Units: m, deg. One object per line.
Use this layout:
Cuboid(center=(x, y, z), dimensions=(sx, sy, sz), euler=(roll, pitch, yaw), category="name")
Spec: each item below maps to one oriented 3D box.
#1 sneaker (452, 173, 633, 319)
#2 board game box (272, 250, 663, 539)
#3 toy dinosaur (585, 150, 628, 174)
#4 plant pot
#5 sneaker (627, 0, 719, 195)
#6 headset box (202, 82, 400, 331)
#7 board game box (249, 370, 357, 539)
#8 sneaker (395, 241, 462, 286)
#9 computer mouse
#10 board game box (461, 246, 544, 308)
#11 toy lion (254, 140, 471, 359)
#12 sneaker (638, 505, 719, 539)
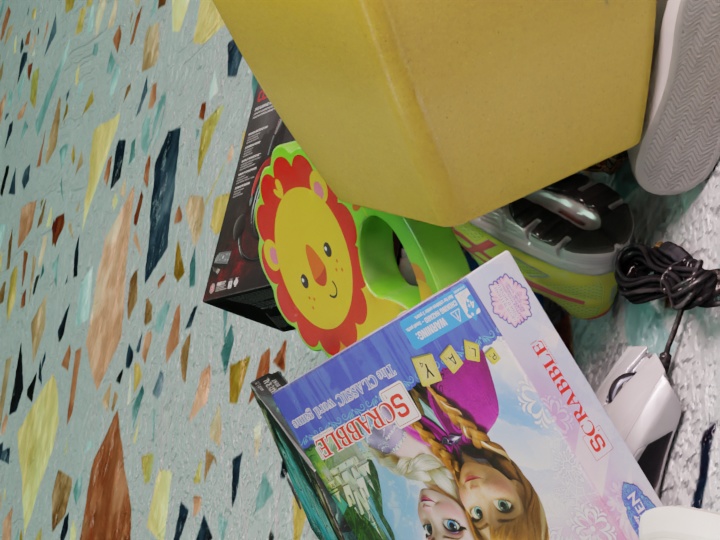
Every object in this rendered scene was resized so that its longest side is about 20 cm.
Cuboid(center=(0.082, -0.030, 1.390), dimensions=(0.200, 0.078, 0.090), euler=(35, 150, 36), category="sneaker")
Cuboid(center=(0.064, 0.116, 1.274), dimensions=(0.200, 0.041, 0.200), euler=(-34, 88, 49), category="board game box")
Cuboid(center=(0.099, -0.150, 1.393), dimensions=(0.136, 0.200, 0.102), euler=(-53, 0, 25), category="toy dinosaur")
Cuboid(center=(0.048, -0.134, 1.251), dimensions=(0.200, 0.200, 0.177), euler=(16, 126, 60), category="plant pot")
Cuboid(center=(0.185, -0.156, 1.268), dimensions=(0.116, 0.073, 0.200), euler=(-107, 32, -49), category="sneaker")
Cuboid(center=(-0.027, -0.067, 1.601), dimensions=(0.149, 0.075, 0.201), euler=(-12, 61, 59), category="headset box")
Cuboid(center=(-0.025, 0.164, 1.652), dimensions=(0.136, 0.028, 0.200), euler=(68, 171, -19), category="board game box")
Cuboid(center=(0.034, 0.031, 1.617), dimensions=(0.200, 0.070, 0.094), euler=(170, 103, -70), category="sneaker")
Cuboid(center=(0.150, 0.081, 1.280), dimensions=(0.110, 0.044, 0.201), euler=(-140, 63, -68), category="computer mouse")
Cuboid(center=(0.060, 0.114, 1.472), dimensions=(0.196, 0.056, 0.201), euler=(135, 135, -59), category="board game box")
Cuboid(center=(0.000, 0.000, 1.402), dimensions=(0.200, 0.068, 0.192), euler=(-41, 68, 59), category="toy lion")
Cuboid(center=(0.186, 0.161, 1.086), dimensions=(0.200, 0.074, 0.082), euler=(178, 106, -72), category="sneaker")
